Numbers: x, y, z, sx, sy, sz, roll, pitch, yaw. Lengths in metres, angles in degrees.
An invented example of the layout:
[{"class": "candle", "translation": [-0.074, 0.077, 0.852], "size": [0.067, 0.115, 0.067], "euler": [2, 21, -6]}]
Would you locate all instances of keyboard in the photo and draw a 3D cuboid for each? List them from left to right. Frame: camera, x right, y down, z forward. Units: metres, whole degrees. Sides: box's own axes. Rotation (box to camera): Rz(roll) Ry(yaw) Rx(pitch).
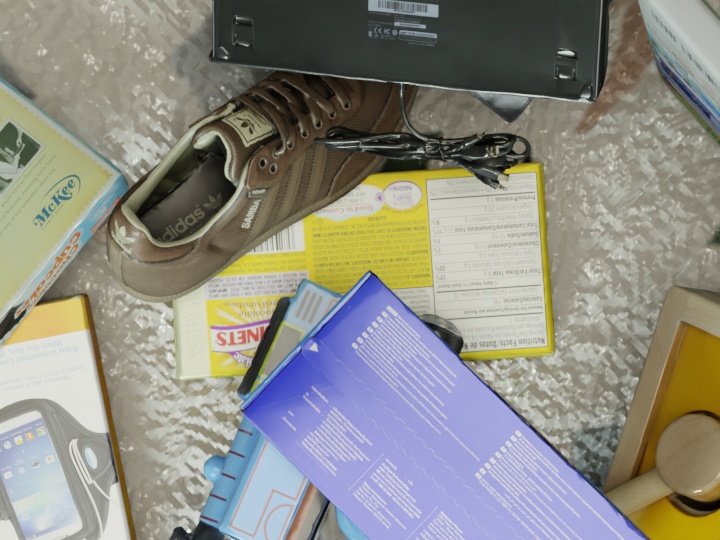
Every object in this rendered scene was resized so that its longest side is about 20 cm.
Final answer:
[{"class": "keyboard", "translation": [0.022, -0.107, 1.385], "size": [0.199, 0.021, 0.128], "euler": [8, 112, 14]}]

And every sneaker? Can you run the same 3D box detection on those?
[{"class": "sneaker", "translation": [-0.046, -0.061, 1.438], "size": [0.200, 0.076, 0.070], "euler": [-43, 75, -13]}]

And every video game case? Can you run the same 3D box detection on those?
[{"class": "video game case", "translation": [0.210, -0.053, 1.385], "size": [0.022, 0.182, 0.200], "euler": [-40, 75, 1]}]

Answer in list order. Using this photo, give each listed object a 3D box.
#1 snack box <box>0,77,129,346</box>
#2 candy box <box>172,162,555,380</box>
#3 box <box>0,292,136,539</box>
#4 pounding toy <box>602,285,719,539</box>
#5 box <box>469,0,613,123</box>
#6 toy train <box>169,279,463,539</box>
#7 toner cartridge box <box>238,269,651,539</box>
[{"class": "snack box", "translation": [-0.225, -0.004, 1.446], "size": [0.116, 0.037, 0.200], "euler": [37, 80, 10]}, {"class": "candy box", "translation": [0.000, 0.000, 1.485], "size": [0.199, 0.026, 0.103], "euler": [-3, 93, -1]}, {"class": "box", "translation": [-0.182, 0.121, 1.480], "size": [0.118, 0.041, 0.201], "euler": [-11, 94, -1]}, {"class": "pounding toy", "translation": [0.184, 0.114, 1.412], "size": [0.142, 0.200, 0.185], "euler": [8, 103, -45]}, {"class": "box", "translation": [0.066, -0.221, 1.393], "size": [0.200, 0.123, 0.199], "euler": [38, 120, -5]}, {"class": "toy train", "translation": [-0.021, 0.105, 1.431], "size": [0.114, 0.087, 0.201], "euler": [24, 86, 2]}, {"class": "toner cartridge box", "translation": [0.045, 0.103, 1.363], "size": [0.200, 0.043, 0.095], "euler": [44, 88, 7]}]
